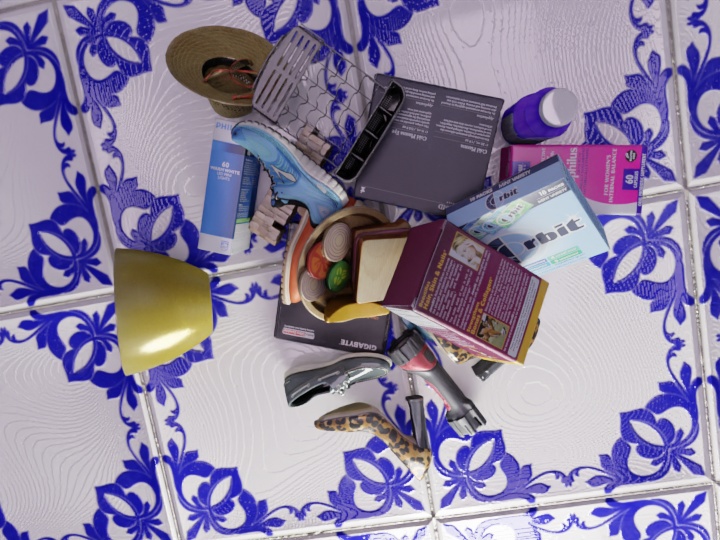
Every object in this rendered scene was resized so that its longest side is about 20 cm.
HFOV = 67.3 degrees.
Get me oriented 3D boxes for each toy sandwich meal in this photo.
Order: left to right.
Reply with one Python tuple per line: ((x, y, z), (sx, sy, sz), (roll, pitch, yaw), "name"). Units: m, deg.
((0.000, 0.000, 0.814), (0.202, 0.070, 0.209), (-16, 120, -29), "toy sandwich meal")

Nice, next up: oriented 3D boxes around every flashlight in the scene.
((0.127, 0.194, 0.924), (0.068, 0.068, 0.201), (-37, 98, 0), "flashlight")

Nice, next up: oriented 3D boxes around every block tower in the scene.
((-0.114, -0.141, 0.898), (0.057, 0.054, 0.202), (30, 100, -1), "block tower")

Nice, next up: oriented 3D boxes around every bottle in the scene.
((0.259, -0.221, 0.781), (0.082, 0.200, 0.067), (-3, 98, 4), "bottle")

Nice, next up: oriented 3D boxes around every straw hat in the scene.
((-0.209, -0.294, 0.865), (0.198, 0.203, 0.086), (22, 143, 1), "straw hat")

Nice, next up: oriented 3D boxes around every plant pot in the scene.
((-0.319, 0.060, 0.892), (0.139, 0.200, 0.205), (-5, 99, -20), "plant pot")

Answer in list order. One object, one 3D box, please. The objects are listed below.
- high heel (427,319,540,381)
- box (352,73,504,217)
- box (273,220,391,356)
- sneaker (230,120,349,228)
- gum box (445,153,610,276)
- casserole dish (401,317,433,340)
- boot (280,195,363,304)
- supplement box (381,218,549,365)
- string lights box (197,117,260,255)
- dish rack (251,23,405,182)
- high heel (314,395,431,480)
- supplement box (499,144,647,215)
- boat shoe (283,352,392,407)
((0.198, 0.090, 0.867), (0.142, 0.072, 0.199), (-44, 129, 13), "high heel")
((0.102, -0.187, 0.848), (0.196, 0.104, 0.186), (13, 98, 3), "box")
((-0.038, 0.032, 0.920), (0.196, 0.050, 0.203), (11, 98, 4), "box")
((-0.115, -0.139, 0.789), (0.199, 0.078, 0.090), (39, 92, 1), "sneaker")
((0.246, -0.060, 0.787), (0.168, 0.045, 0.199), (-23, 140, 30), "gum box")
((0.154, 0.036, 0.909), (0.199, 0.039, 0.122), (-38, 94, 8), "casserole dish")
((-0.062, -0.033, 0.855), (0.105, 0.075, 0.204), (19, 94, -1), "boot")
((0.150, 0.035, 0.772), (0.198, 0.103, 0.133), (28, 77, -20), "supplement box")
((-0.207, -0.135, 0.882), (0.058, 0.103, 0.204), (11, 98, 4), "string lights box")
((-0.053, -0.242, 0.769), (0.198, 0.055, 0.155), (33, 99, -7), "dish rack")
((0.024, 0.302, 0.930), (0.196, 0.071, 0.146), (-7, 91, -3), "high heel")
((0.320, -0.140, 0.838), (0.195, 0.103, 0.104), (1, 100, 6), "supplement box")
((-0.039, 0.190, 0.920), (0.196, 0.063, 0.073), (-13, 141, 13), "boat shoe")
